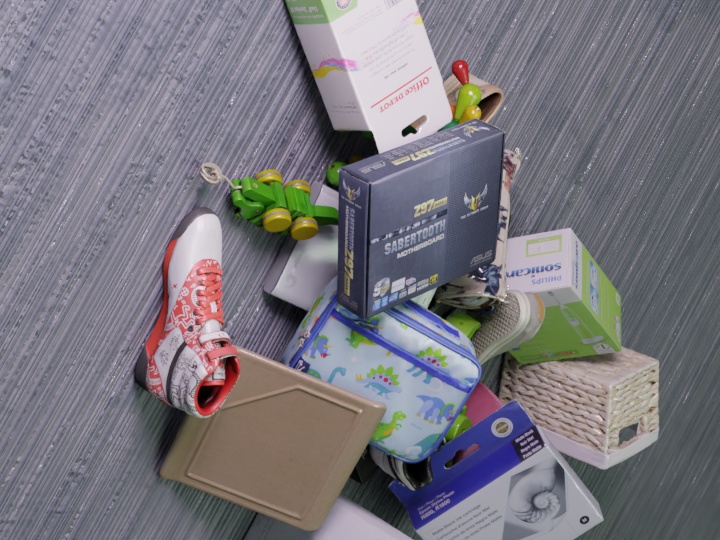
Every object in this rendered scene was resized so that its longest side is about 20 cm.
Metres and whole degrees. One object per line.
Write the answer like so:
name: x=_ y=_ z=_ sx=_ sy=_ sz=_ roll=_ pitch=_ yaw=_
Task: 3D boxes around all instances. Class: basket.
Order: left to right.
basket: x=0.296 y=0.166 z=2.027 sx=0.135 sy=0.199 sz=0.125 roll=-19 pitch=118 yaw=-42

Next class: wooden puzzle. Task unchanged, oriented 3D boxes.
wooden puzzle: x=-0.095 y=0.180 z=1.601 sx=0.198 sy=0.037 sz=0.186 roll=20 pitch=117 yaw=-16

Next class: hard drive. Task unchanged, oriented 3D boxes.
hard drive: x=0.000 y=0.000 z=1.670 sx=0.199 sy=0.026 sz=0.133 roll=26 pitch=90 yaw=-35

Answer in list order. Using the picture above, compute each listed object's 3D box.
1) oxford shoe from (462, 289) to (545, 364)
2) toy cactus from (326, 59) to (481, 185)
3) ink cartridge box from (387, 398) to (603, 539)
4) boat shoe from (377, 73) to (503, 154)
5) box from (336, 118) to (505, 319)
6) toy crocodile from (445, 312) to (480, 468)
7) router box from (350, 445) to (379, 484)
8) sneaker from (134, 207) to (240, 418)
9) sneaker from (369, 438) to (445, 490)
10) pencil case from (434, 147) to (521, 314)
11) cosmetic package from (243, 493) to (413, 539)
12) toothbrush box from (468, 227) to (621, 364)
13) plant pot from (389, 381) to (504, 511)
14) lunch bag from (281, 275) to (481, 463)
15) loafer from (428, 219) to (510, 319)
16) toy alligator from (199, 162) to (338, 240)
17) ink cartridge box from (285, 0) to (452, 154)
oxford shoe: x=0.159 y=0.078 z=1.833 sx=0.057 sy=0.200 sz=0.076 roll=-2 pitch=69 yaw=-35
toy cactus: x=0.067 y=-0.128 z=1.633 sx=0.199 sy=0.102 sz=0.166 roll=-33 pitch=94 yaw=-19
ink cartridge box: x=0.166 y=0.284 z=1.814 sx=0.199 sy=0.041 sz=0.200 roll=-35 pitch=115 yaw=10
boat shoe: x=0.087 y=-0.148 z=1.704 sx=0.200 sy=0.064 sz=0.071 roll=-51 pitch=141 yaw=-17
box: x=0.064 y=-0.056 z=1.548 sx=0.199 sy=0.051 sz=0.159 roll=-23 pitch=127 yaw=-37
toy crocodile: x=0.108 y=0.148 z=1.816 sx=0.062 sy=0.067 sz=0.202 roll=-22 pitch=123 yaw=-48
router box: x=0.010 y=0.139 z=1.787 sx=0.149 sy=0.051 sz=0.201 roll=-45 pitch=139 yaw=-25
sneaker: x=-0.155 y=0.047 z=1.498 sx=0.067 sy=0.107 sz=0.203 roll=7 pitch=105 yaw=-50
sneaker: x=0.070 y=0.168 z=1.735 sx=0.075 sy=0.088 sz=0.201 roll=-20 pitch=134 yaw=-31
pencil case: x=0.143 y=-0.053 z=1.758 sx=0.078 sy=0.088 sz=0.202 roll=77 pitch=20 yaw=-75
cosmetic package: x=-0.042 y=0.372 z=1.740 sx=0.123 sy=0.199 sz=0.201 roll=33 pitch=84 yaw=-52
toothbrush box: x=0.236 y=0.037 z=1.904 sx=0.200 sy=0.144 sz=0.087 roll=41 pitch=46 yaw=-51
plant pot: x=0.143 y=0.271 z=1.922 sx=0.179 sy=0.200 sz=0.200 roll=-40 pitch=139 yaw=-6
lunch bag: x=0.023 y=0.104 z=1.628 sx=0.199 sy=0.083 sz=0.161 roll=31 pitch=107 yaw=-15
loafer: x=0.115 y=-0.003 z=1.827 sx=0.201 sy=0.068 sz=0.071 roll=-51 pitch=159 yaw=-20
toy alligator: x=-0.105 y=-0.068 z=1.543 sx=0.199 sy=0.060 sz=0.054 roll=16 pitch=140 yaw=-44
ink cartridge box: x=0.010 y=-0.221 z=1.528 sx=0.117 sy=0.067 sz=0.201 roll=-35 pitch=117 yaw=-31
